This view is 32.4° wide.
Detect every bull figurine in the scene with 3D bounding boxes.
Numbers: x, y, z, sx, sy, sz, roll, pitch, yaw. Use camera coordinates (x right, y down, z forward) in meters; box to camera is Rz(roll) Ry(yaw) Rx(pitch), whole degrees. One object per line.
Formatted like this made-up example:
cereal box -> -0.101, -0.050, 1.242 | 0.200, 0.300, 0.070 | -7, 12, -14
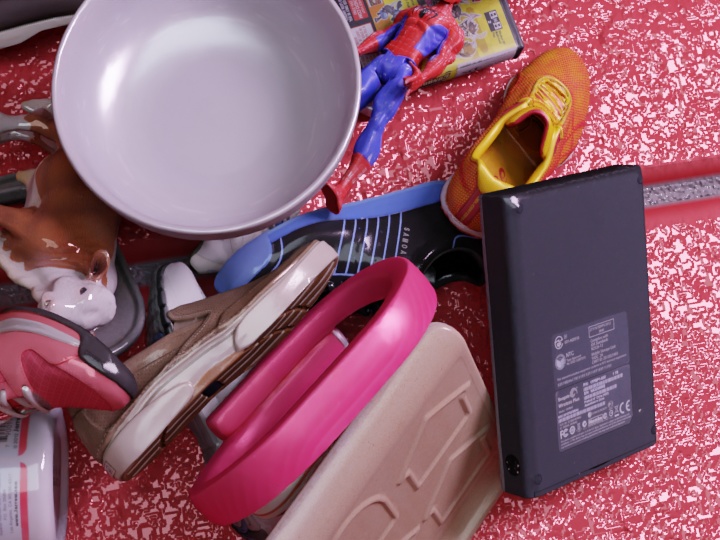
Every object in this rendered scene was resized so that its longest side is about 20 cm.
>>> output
bull figurine -> -0.204, -0.037, 0.817 | 0.119, 0.066, 0.202 | 14, 46, -6

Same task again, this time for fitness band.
fitness band -> -0.032, 0.072, 0.765 | 0.037, 0.143, 0.200 | 46, 72, -14

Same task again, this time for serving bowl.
serving bowl -> -0.097, -0.109, 0.809 | 0.196, 0.066, 0.204 | 0, 72, -1

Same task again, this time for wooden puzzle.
wooden puzzle -> 0.020, 0.146, 0.810 | 0.046, 0.201, 0.186 | 27, 72, 33

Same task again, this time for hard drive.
hard drive -> 0.146, 0.037, 0.846 | 0.138, 0.033, 0.204 | -14, 104, -37

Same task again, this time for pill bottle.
pill bottle -> -0.291, 0.138, 0.793 | 0.196, 0.109, 0.111 | 0, 78, -7

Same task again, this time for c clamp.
c clamp -> -0.234, 0.009, 0.824 | 0.168, 0.027, 0.202 | -10, 53, -21

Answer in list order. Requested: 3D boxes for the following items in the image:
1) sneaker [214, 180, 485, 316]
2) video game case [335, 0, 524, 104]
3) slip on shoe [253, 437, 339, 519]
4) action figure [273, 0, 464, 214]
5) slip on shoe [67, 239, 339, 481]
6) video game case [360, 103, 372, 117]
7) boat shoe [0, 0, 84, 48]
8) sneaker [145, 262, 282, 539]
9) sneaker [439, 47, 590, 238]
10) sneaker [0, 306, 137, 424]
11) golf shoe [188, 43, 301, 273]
sneaker -> 0.000, 0.000, 0.865 | 0.197, 0.070, 0.079 | -20, 63, -19
video game case -> 0.007, -0.229, 0.934 | 0.178, 0.026, 0.203 | -18, 80, -10
slip on shoe -> -0.004, 0.103, 0.827 | 0.200, 0.073, 0.062 | -42, 106, -45
action figure -> 0.019, -0.134, 0.866 | 0.065, 0.052, 0.201 | 24, 65, 28
slip on shoe -> -0.099, 0.044, 0.788 | 0.061, 0.076, 0.200 | 44, 82, 10
video game case -> -0.050, -0.221, 0.946 | 0.197, 0.018, 0.145 | 24, 77, -2
boat shoe -> -0.209, -0.216, 0.885 | 0.198, 0.061, 0.072 | -21, 46, -6
sneaker -> -0.087, 0.084, 0.860 | 0.086, 0.074, 0.202 | -25, 89, -24
sneaker -> 0.129, -0.101, 0.895 | 0.073, 0.077, 0.201 | 36, 51, -4
sneaker -> -0.227, 0.069, 0.732 | 0.197, 0.074, 0.088 | 10, 65, 14
golf shoe -> -0.123, -0.094, 0.884 | 0.096, 0.078, 0.202 | -26, 81, -6
